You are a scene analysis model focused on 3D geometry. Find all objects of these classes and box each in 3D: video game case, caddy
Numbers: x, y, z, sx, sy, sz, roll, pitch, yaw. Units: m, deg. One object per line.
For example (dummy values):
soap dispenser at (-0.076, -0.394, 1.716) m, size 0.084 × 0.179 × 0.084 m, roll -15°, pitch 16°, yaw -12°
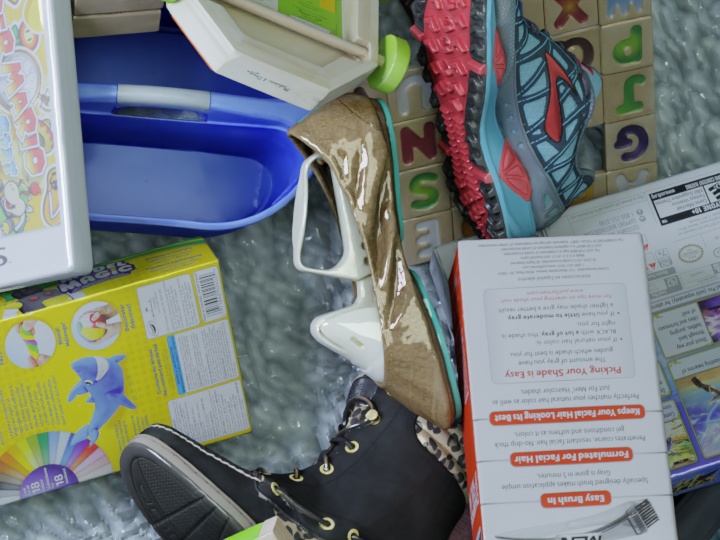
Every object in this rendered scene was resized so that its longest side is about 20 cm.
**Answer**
video game case at (-0.233, -0.083, 1.660) m, size 0.023 × 0.181 × 0.201 m, roll 5°, pitch 77°, yaw -54°
video game case at (0.164, 0.045, 1.731) m, size 0.199 × 0.045 × 0.182 m, roll -17°, pitch 68°, yaw -8°
caddy at (-0.119, -0.093, 1.698) m, size 0.199 × 0.105 × 0.142 m, roll 4°, pitch 82°, yaw -9°

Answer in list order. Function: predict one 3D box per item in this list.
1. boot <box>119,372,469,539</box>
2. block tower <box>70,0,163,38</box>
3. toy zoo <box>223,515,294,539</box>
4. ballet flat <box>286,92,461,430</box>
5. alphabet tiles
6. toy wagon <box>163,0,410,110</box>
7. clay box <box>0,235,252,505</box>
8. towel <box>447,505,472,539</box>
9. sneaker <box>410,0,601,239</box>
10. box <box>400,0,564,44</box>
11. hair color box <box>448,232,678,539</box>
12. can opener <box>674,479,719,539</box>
boot at (-0.027, 0.120, 1.678) m, size 0.200 × 0.073 × 0.151 m, roll 36°, pitch 57°, yaw -4°
block tower at (-0.158, -0.226, 1.692) m, size 0.058 × 0.054 × 0.201 m, roll -6°, pitch 52°, yaw -18°
toy zoo at (-0.098, 0.230, 1.644) m, size 0.199 × 0.020 × 0.131 m, roll -26°, pitch 108°, yaw 20°
ballet flat at (0.000, 0.000, 1.663) m, size 0.072 × 0.068 × 0.201 m, roll -14°, pitch 93°, yaw -16°
alphabet tiles at (0.081, -0.088, 1.729) m, size 0.199 × 0.008 × 0.168 m, roll -14°, pitch 124°, yaw -11°
toy wagon at (-0.046, -0.184, 1.657) m, size 0.155 × 0.040 × 0.201 m, roll 21°, pitch 48°, yaw -26°
clay box at (-0.170, 0.063, 1.674) m, size 0.199 × 0.048 × 0.115 m, roll -15°, pitch 115°, yaw -11°
towel at (0.085, 0.246, 1.691) m, size 0.144 × 0.023 × 0.200 m, roll 29°, pitch 57°, yaw -4°
sneaker at (0.090, -0.111, 1.681) m, size 0.095 × 0.201 × 0.079 m, roll -27°, pitch 42°, yaw -19°
box at (0.061, -0.212, 1.764) m, size 0.100 × 0.075 × 0.201 m, roll -27°, pitch 85°, yaw -12°
hair color box at (0.114, 0.083, 1.656) m, size 0.110 × 0.064 × 0.201 m, roll -2°, pitch 66°, yaw -4°
can opener at (0.168, 0.170, 1.707) m, size 0.200 × 0.063 × 0.079 m, roll -39°, pitch 96°, yaw -29°
